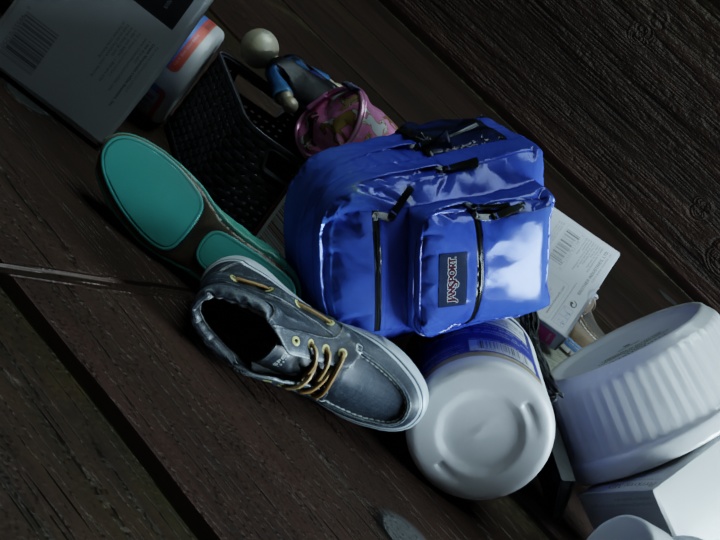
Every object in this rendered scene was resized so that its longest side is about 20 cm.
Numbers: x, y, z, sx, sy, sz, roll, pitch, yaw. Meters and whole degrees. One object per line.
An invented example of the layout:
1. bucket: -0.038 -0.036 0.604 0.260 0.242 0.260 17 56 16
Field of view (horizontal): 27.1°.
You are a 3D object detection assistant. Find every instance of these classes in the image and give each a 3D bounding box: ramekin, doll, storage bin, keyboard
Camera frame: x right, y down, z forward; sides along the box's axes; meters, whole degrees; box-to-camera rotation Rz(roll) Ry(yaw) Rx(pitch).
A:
1. ramekin: 0.258 0.105 1.353 0.095 0.201 0.202 63 14 -2
2. doll: -0.037 -0.171 1.483 0.199 0.049 0.136 35 23 5
3. storage bin: -0.098 -0.108 1.425 0.135 0.094 0.200 33 16 -27
4. keyboard: 0.158 0.108 1.336 0.128 0.020 0.201 91 -13 -51

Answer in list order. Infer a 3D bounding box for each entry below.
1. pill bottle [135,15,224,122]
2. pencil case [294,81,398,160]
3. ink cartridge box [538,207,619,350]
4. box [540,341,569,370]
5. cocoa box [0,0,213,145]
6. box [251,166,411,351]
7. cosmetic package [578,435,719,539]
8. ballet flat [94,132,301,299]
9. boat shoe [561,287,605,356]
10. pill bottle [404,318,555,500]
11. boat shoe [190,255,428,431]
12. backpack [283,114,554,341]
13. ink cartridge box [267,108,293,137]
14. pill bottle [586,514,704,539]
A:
1. pill bottle: -0.238 -0.243 1.421 0.199 0.112 0.112 38 14 -7
2. pencil case: 0.030 -0.094 1.371 0.082 0.087 0.199 2 -23 45
3. ink cartridge box: 0.145 -0.026 1.487 0.199 0.120 0.042 36 -28 4
4. box: 0.155 0.090 1.516 0.095 0.078 0.200 31 17 -35
5. cocoa box: -0.209 -0.235 1.295 0.133 0.200 0.131 37 14 -10
6. box: 0.000 0.000 1.333 0.199 0.100 0.075 26 15 -42
7. cosmetic package: 0.304 0.185 1.323 0.199 0.107 0.085 -28 95 -33
8. ballet flat: -0.131 -0.027 1.180 0.200 0.067 0.070 41 -9 -2
9. boat shoe: 0.208 0.026 1.536 0.200 0.072 0.072 44 12 6
10. pill bottle: 0.093 0.096 1.252 0.119 0.120 0.200 38 14 -11
11. boat shoe: -0.040 0.068 1.106 0.199 0.071 0.091 32 16 -5
12. backpack: 0.045 -0.029 1.185 0.198 0.164 0.168 -8 19 -18
13. ink cartridge box: -0.009 -0.091 1.624 0.147 0.086 0.199 47 17 25
14. pill bottle: 0.262 0.273 1.167 0.199 0.115 0.115 33 16 -27
